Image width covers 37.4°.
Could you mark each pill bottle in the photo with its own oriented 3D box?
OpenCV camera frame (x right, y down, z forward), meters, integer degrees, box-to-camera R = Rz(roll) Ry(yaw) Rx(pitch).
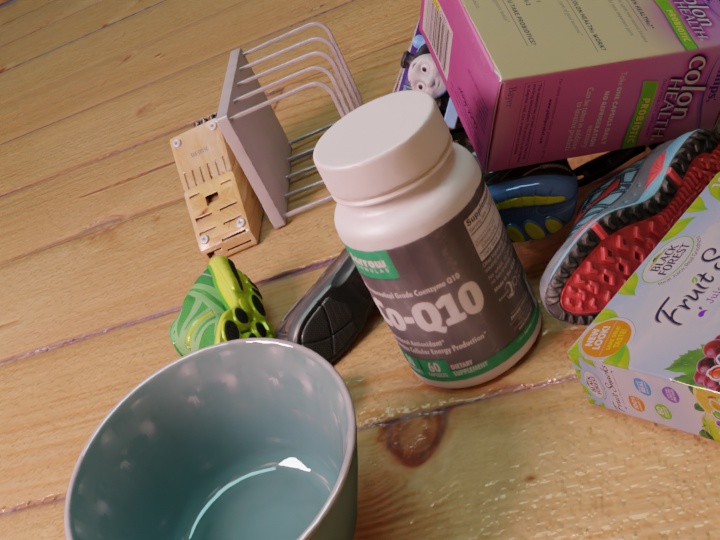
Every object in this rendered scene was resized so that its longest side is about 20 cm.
[{"bbox_3d":[0.049,-0.022,0.780,0.112,0.201,0.114,-22,29,13],"label":"pill bottle"}]

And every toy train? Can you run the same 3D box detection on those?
[{"bbox_3d":[0.106,-0.204,0.987,0.113,0.087,0.201,17,40,7],"label":"toy train"}]

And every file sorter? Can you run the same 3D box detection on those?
[{"bbox_3d":[-0.068,-0.172,1.186,0.123,0.140,0.201,-21,30,10],"label":"file sorter"}]

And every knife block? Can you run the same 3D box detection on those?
[{"bbox_3d":[-0.145,-0.099,1.235,0.063,0.175,0.202,-22,75,14],"label":"knife block"}]

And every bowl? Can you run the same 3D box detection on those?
[{"bbox_3d":[-0.081,0.153,0.700,0.199,0.106,0.202,-14,42,13],"label":"bowl"}]

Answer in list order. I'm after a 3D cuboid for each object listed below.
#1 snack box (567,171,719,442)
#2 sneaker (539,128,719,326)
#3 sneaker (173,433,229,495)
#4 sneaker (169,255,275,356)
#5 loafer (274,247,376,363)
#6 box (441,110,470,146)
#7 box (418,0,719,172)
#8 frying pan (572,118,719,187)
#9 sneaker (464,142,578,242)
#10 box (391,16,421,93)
[{"bbox_3d":[0.250,0.018,0.693,0.200,0.053,0.142,-44,31,-25],"label":"snack box"},{"bbox_3d":[0.199,-0.025,0.806,0.200,0.080,0.095,-39,12,-23],"label":"sneaker"},{"bbox_3d":[-0.105,0.123,0.804,0.200,0.090,0.067,-38,29,-16],"label":"sneaker"},{"bbox_3d":[-0.124,0.063,0.951,0.084,0.074,0.200,-44,25,11],"label":"sneaker"},{"bbox_3d":[0.000,0.000,0.930,0.200,0.072,0.063,-44,26,-21],"label":"loafer"},{"bbox_3d":[0.171,-0.174,1.071,0.198,0.046,0.160,-11,34,29],"label":"box"},{"bbox_3d":[0.167,-0.187,0.845,0.198,0.097,0.177,-11,53,-11],"label":"box"},{"bbox_3d":[0.252,-0.129,0.891,0.188,0.031,0.116,-6,57,11],"label":"frying pan"},{"bbox_3d":[0.079,-0.062,0.869,0.197,0.071,0.083,-3,35,19],"label":"sneaker"},{"bbox_3d":[0.046,-0.159,1.078,0.039,0.138,0.201,20,38,-3],"label":"box"}]
